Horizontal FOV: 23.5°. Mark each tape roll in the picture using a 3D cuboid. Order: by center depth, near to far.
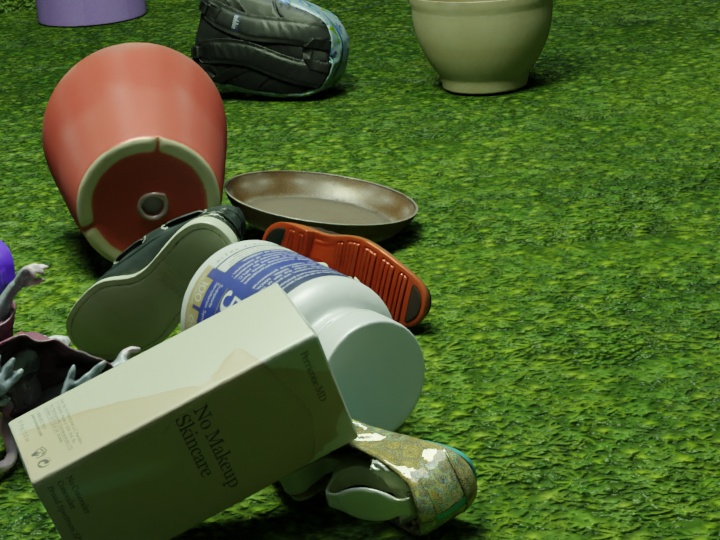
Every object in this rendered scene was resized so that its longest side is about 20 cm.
[{"bbox_3d":[-0.491,-0.494,3.147,0.198,0.066,0.200,-4,18,1],"label":"tape roll"}]

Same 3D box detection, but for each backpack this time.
[{"bbox_3d":[-0.115,-0.315,2.394,0.199,0.165,0.153,13,9,27],"label":"backpack"}]

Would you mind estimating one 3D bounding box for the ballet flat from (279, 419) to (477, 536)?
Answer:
[{"bbox_3d":[-0.014,0.132,1.159,0.199,0.071,0.070,11,23,39],"label":"ballet flat"}]

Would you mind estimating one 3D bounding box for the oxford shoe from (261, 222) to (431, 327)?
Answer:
[{"bbox_3d":[0.000,0.000,1.545,0.072,0.072,0.199,3,17,-46],"label":"oxford shoe"}]

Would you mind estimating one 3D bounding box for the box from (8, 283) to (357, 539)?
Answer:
[{"bbox_3d":[-0.113,0.102,1.111,0.199,0.095,0.078,-29,33,-8],"label":"box"}]

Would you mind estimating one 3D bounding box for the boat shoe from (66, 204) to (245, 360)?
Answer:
[{"bbox_3d":[-0.166,0.005,1.437,0.199,0.074,0.066,-41,12,33],"label":"boat shoe"}]

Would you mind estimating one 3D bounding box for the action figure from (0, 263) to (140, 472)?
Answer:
[{"bbox_3d":[-0.247,0.088,1.337,0.149,0.134,0.200,-53,16,-9],"label":"action figure"}]

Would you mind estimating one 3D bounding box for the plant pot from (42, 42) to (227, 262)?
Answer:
[{"bbox_3d":[-0.218,-0.103,1.732,0.198,0.202,0.178,-7,29,-9],"label":"plant pot"}]

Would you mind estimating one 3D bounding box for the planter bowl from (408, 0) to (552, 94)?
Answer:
[{"bbox_3d":[0.168,-0.317,2.358,0.198,0.136,0.200,-4,19,1],"label":"planter bowl"}]

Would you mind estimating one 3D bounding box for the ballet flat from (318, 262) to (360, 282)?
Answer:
[{"bbox_3d":[-0.029,0.033,1.444,0.067,0.071,0.200,-14,21,-30],"label":"ballet flat"}]

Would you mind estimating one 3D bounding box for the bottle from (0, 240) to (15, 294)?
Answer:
[{"bbox_3d":[-0.416,0.019,1.576,0.199,0.066,0.083,-18,22,-36],"label":"bottle"}]

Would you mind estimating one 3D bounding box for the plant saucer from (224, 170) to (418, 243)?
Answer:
[{"bbox_3d":[-0.041,-0.062,1.753,0.198,0.032,0.200,6,16,-2],"label":"plant saucer"}]

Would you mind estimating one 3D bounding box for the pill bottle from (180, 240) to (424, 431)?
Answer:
[{"bbox_3d":[-0.042,0.055,1.299,0.119,0.121,0.200,-14,20,-29],"label":"pill bottle"}]
